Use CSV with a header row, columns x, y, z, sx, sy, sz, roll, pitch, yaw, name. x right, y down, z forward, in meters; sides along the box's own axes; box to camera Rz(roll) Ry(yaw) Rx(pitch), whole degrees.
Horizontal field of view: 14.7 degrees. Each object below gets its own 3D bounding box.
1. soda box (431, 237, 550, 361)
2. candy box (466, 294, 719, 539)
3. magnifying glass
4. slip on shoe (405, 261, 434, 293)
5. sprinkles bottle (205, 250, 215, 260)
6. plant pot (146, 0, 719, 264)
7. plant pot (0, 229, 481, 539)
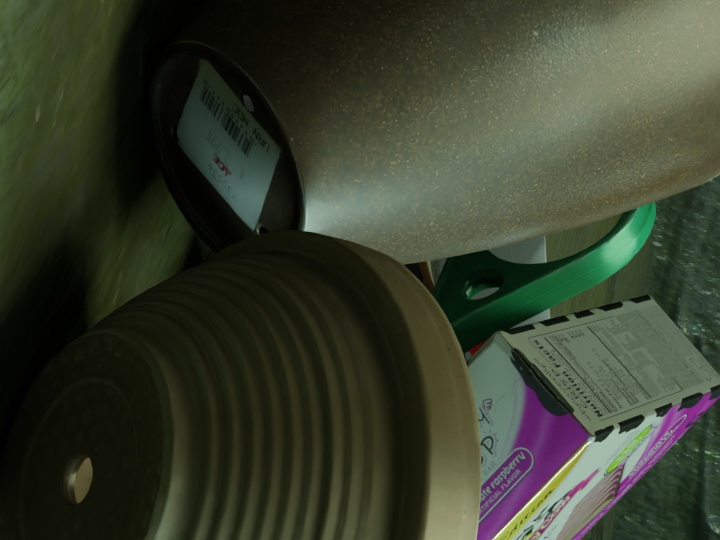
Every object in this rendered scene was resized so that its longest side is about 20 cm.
x,y,z,sx,sy,sz,roll,pitch,yaw,name
0.063,0.085,1.334,0.068,0.063,0.202,88,-2,-74,soda box
0.067,0.083,1.176,0.136,0.061,0.200,-48,165,19,candy box
0.046,0.014,1.153,0.200,0.079,0.022,-44,130,-25,magnifying glass
0.000,0.000,1.253,0.061,0.076,0.201,-55,-136,48,slip on shoe
-0.058,0.085,1.134,0.068,0.068,0.201,84,20,-58,sprinkles bottle
0.023,-0.080,1.073,0.199,0.187,0.188,-27,137,-33,plant pot
-0.058,0.078,0.937,0.092,0.200,0.202,17,82,-38,plant pot
